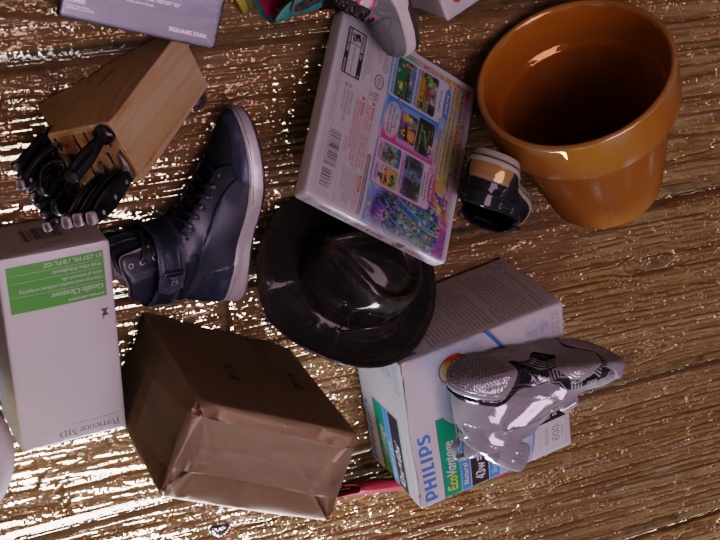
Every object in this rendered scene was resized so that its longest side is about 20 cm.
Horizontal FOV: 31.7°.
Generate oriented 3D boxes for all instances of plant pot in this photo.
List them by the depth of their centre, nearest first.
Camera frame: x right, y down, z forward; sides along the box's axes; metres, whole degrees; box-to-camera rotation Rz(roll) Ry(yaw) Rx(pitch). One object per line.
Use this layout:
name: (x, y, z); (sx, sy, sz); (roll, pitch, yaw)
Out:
plant pot: (0.240, -0.146, 1.319); (0.200, 0.200, 0.183); (-38, 140, -7)

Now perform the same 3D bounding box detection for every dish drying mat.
dish drying mat: (0.073, 0.244, 1.482); (0.200, 0.077, 0.018); (-2, 77, -27)

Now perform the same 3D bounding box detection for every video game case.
video game case: (-0.175, -0.306, 1.103); (0.143, 0.019, 0.200); (8, 104, -25)
video game case: (0.029, -0.128, 1.244); (0.182, 0.024, 0.200); (25, 65, -34)

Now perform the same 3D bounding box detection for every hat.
hat: (0.000, 0.000, 1.257); (0.201, 0.081, 0.201); (7, 73, -22)

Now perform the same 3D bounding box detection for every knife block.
knife block: (-0.206, -0.117, 1.097); (0.200, 0.176, 0.064); (-32, 124, -11)

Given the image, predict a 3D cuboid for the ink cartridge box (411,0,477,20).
ink cartridge box: (0.115, -0.354, 1.200); (0.200, 0.084, 0.145); (-36, 129, -11)

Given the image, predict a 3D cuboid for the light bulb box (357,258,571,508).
light bulb box: (0.113, 0.123, 1.407); (0.200, 0.125, 0.198); (-21, 121, -19)

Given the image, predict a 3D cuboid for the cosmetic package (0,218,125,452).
cosmetic package: (-0.289, 0.057, 1.193); (0.108, 0.085, 0.200); (-14, 117, -24)

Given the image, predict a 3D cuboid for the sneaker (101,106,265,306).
sneaker: (-0.172, -0.057, 1.203); (0.146, 0.077, 0.202); (-4, 116, -29)

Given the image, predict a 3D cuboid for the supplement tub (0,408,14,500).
supplement tub: (-0.390, 0.128, 1.103); (0.145, 0.200, 0.145); (-11, 118, -22)

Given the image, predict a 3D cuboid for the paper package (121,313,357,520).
paper package: (-0.127, 0.144, 1.247); (0.191, 0.200, 0.104); (17, 104, -32)

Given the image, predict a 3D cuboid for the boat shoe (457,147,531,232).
boat shoe: (0.135, -0.070, 1.312); (0.200, 0.075, 0.062); (52, 57, -76)

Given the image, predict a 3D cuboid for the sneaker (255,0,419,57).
sneaker: (-0.032, -0.253, 1.162); (0.121, 0.084, 0.200); (-41, 122, -12)

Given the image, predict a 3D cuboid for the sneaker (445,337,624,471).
sneaker: (0.181, 0.140, 1.332); (0.200, 0.075, 0.115); (-7, 115, -19)

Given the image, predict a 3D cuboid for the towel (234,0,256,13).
towel: (-0.047, -0.325, 1.181); (0.200, 0.018, 0.086); (-34, 129, -11)
